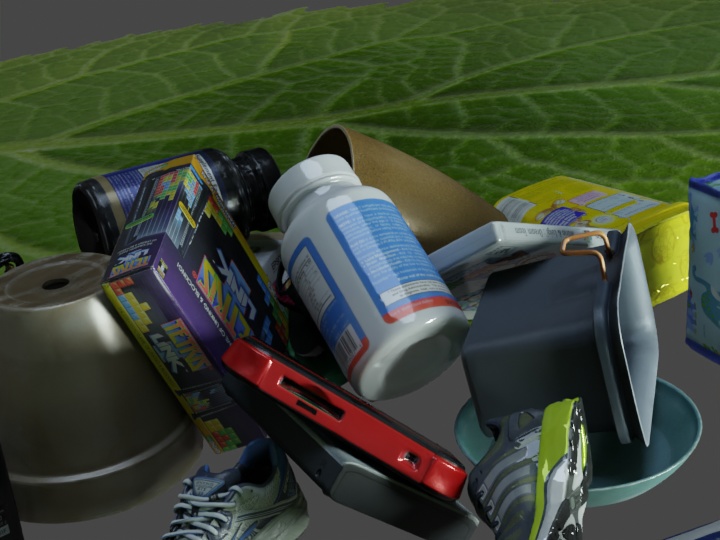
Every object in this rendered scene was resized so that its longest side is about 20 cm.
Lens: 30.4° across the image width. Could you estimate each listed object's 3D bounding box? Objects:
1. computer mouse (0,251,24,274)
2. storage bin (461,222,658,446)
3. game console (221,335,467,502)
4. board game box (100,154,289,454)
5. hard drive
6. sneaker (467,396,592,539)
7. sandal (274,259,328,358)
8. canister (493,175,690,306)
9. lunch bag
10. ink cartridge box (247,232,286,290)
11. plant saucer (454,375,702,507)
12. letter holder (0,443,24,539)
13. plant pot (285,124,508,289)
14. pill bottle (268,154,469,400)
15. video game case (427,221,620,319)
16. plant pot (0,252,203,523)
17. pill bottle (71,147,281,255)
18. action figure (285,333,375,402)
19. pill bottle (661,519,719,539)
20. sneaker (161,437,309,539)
[{"bbox_3d":[-0.301,0.059,1.199,0.058,0.201,0.034,-21,52,-13],"label":"computer mouse"},{"bbox_3d":[0.162,0.049,1.083,0.133,0.147,0.200,-10,21,18],"label":"storage bin"},{"bbox_3d":[-0.012,0.109,1.011,0.199,0.031,0.177,31,-4,0],"label":"game console"},{"bbox_3d":[-0.135,0.028,1.151,0.056,0.201,0.166,-18,34,18],"label":"board game box"},{"bbox_3d":[-0.013,0.140,1.029,0.139,0.033,0.200,29,2,-34],"label":"hard drive"},{"bbox_3d":[0.114,0.176,0.939,0.080,0.074,0.201,-8,36,25],"label":"sneaker"},{"bbox_3d":[-0.054,-0.004,1.227,0.075,0.045,0.202,-38,41,33],"label":"sandal"},{"bbox_3d":[0.247,-0.034,1.392,0.147,0.088,0.199,-21,26,-31],"label":"canister"},{"bbox_3d":[0.383,0.010,1.146,0.126,0.172,0.200,-15,24,-20],"label":"lunch bag"},{"bbox_3d":[-0.170,0.028,1.369,0.163,0.076,0.200,0,23,18],"label":"ink cartridge box"},{"bbox_3d":[0.176,0.138,1.076,0.197,0.036,0.200,-6,23,3],"label":"plant saucer"},{"bbox_3d":[-0.385,0.193,1.014,0.199,0.102,0.141,-24,27,-36],"label":"letter holder"},{"bbox_3d":[0.046,-0.033,1.340,0.198,0.188,0.187,12,17,-20],"label":"plant pot"},{"bbox_3d":[0.000,0.000,1.123,0.111,0.113,0.201,-17,58,-23],"label":"pill bottle"},{"bbox_3d":[0.113,0.004,1.216,0.181,0.024,0.199,1,-22,-43],"label":"video game case"},{"bbox_3d":[-0.245,0.087,1.128,0.197,0.175,0.200,-6,23,3],"label":"plant pot"},{"bbox_3d":[-0.179,-0.059,1.335,0.198,0.113,0.112,-17,25,-25],"label":"pill bottle"},{"bbox_3d":[-0.031,0.075,1.251,0.117,0.055,0.199,-22,21,-29],"label":"action figure"},{"bbox_3d":[0.235,0.207,0.807,0.198,0.112,0.111,-14,24,-18],"label":"pill bottle"},{"bbox_3d":[-0.114,0.188,0.971,0.076,0.086,0.200,7,27,29],"label":"sneaker"}]
